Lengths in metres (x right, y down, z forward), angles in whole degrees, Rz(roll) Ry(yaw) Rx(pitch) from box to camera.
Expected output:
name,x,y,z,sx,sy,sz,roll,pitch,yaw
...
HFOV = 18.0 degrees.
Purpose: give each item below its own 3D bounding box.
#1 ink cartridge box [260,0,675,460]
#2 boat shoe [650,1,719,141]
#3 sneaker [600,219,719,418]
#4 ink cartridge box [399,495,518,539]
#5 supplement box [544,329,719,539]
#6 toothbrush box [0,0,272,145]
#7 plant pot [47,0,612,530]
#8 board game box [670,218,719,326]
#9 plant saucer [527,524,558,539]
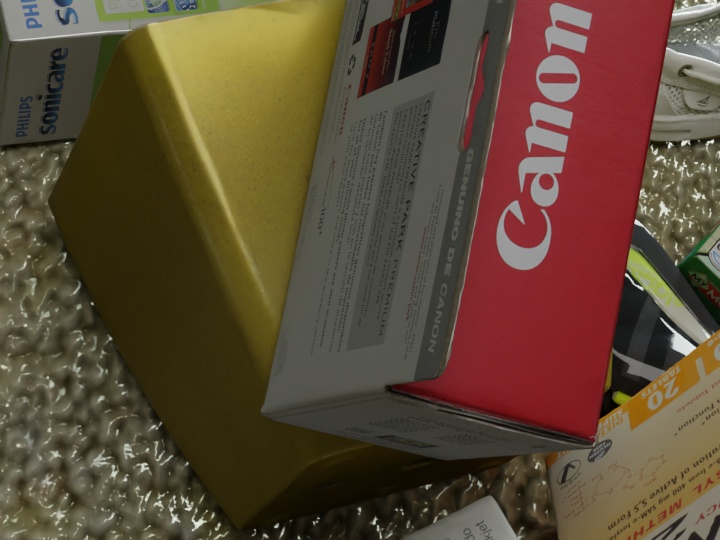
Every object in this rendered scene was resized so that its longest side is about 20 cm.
name,x,y,z,sx,sy,sz,roll,pitch,yaw
ink cartridge box,0.047,-0.040,0.800,0.084,0.176,0.200,15,79,-18
boat shoe,0.222,-0.111,1.155,0.200,0.069,0.071,-10,59,-21
sneaker,0.130,0.059,1.029,0.083,0.072,0.200,-24,57,-25
ink cartridge box,-0.003,0.201,0.863,0.200,0.085,0.145,-27,65,-10
supplement box,0.146,0.108,0.862,0.074,0.126,0.200,46,17,-20
toothbrush box,-0.088,-0.150,1.095,0.200,0.086,0.146,-7,60,-17
plant pot,0.000,0.000,0.966,0.200,0.200,0.177,-13,76,-21
board game box,0.257,0.027,1.077,0.200,0.029,0.135,44,59,1
plant saucer,0.128,0.197,0.954,0.200,0.035,0.201,6,58,-10
